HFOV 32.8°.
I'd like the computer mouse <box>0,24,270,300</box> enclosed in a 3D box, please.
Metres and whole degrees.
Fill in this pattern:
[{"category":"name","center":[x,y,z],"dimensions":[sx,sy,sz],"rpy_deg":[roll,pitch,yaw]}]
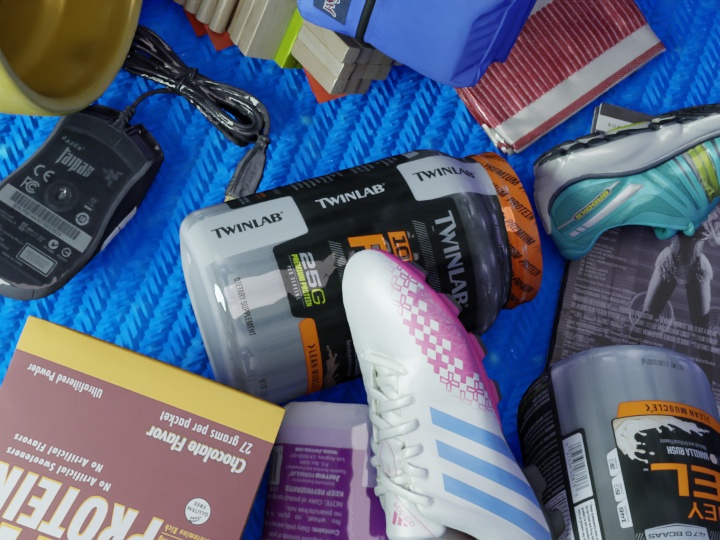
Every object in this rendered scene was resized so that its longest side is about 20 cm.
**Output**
[{"category":"computer mouse","center":[-0.143,-0.048,0.768],"dimensions":[0.139,0.046,0.201],"rpy_deg":[27,67,1]}]

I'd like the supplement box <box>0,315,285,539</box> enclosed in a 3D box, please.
[{"category":"supplement box","center":[-0.139,0.150,0.650],"dimensions":[0.131,0.200,0.199],"rpy_deg":[20,78,-4]}]

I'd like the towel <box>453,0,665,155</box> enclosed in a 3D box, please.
[{"category":"towel","center":[0.098,-0.195,0.837],"dimensions":[0.143,0.023,0.201],"rpy_deg":[-34,86,-12]}]

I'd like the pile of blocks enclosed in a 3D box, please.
[{"category":"pile of blocks","center":[-0.067,-0.168,0.799],"dimensions":[0.199,0.082,0.062],"rpy_deg":[35,120,9]}]

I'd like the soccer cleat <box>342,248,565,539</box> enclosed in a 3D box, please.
[{"category":"soccer cleat","center":[0.034,0.088,0.639],"dimensions":[0.086,0.070,0.201],"rpy_deg":[-33,96,-29]}]

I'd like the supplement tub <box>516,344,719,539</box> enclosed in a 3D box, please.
[{"category":"supplement tub","center":[0.160,0.154,0.693],"dimensions":[0.121,0.123,0.202],"rpy_deg":[1,51,-7]}]

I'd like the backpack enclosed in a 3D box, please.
[{"category":"backpack","center":[0.024,-0.222,0.724],"dimensions":[0.199,0.163,0.169],"rpy_deg":[28,57,2]}]

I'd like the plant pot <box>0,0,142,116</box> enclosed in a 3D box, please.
[{"category":"plant pot","center":[-0.249,-0.197,0.706],"dimensions":[0.187,0.201,0.203],"rpy_deg":[7,78,15]}]

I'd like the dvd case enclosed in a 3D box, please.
[{"category":"dvd case","center":[0.210,0.001,0.818],"dimensions":[0.147,0.016,0.202],"rpy_deg":[14,79,-4]}]

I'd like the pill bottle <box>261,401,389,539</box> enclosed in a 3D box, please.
[{"category":"pill bottle","center":[-0.005,0.182,0.707],"dimensions":[0.111,0.112,0.203],"rpy_deg":[6,79,-6]}]

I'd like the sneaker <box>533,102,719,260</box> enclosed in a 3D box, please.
[{"category":"sneaker","center":[0.208,-0.063,0.796],"dimensions":[0.198,0.078,0.081],"rpy_deg":[-16,101,-5]}]

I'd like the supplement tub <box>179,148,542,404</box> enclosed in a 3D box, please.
[{"category":"supplement tub","center":[0.000,0.000,0.733],"dimensions":[0.198,0.123,0.124],"rpy_deg":[-17,82,-13]}]
